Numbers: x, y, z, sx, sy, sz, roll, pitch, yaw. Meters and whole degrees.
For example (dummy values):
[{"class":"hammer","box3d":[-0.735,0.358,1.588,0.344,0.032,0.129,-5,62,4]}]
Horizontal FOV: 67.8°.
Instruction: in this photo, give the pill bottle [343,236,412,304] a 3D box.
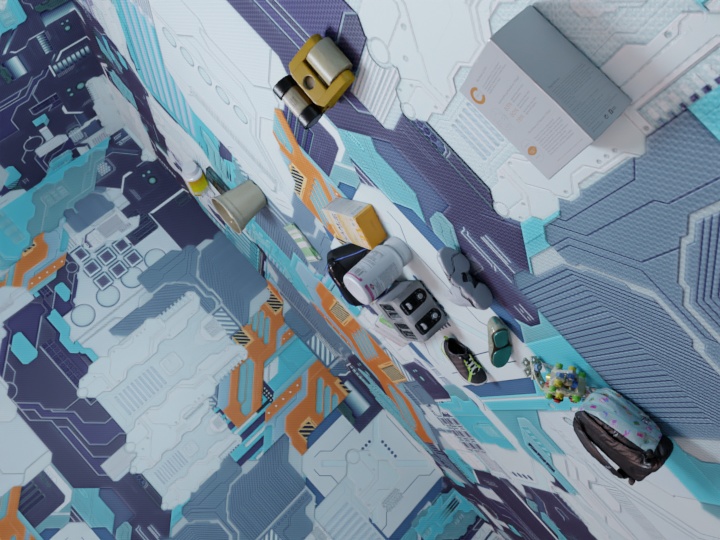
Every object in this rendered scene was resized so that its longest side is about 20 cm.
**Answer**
[{"class":"pill bottle","box3d":[0.055,-0.003,1.598,0.113,0.200,0.114,42,161,18]}]

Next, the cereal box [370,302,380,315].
[{"class":"cereal box","box3d":[0.031,0.079,2.073,0.200,0.039,0.144,47,162,6]}]

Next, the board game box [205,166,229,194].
[{"class":"board game box","box3d":[-0.725,-0.435,2.770,0.200,0.028,0.135,50,161,-2]}]

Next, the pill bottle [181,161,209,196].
[{"class":"pill bottle","box3d":[-0.901,-0.499,2.912,0.109,0.109,0.200,41,161,20]}]

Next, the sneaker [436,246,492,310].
[{"class":"sneaker","box3d":[0.251,0.027,1.410,0.200,0.075,0.115,48,159,-11]}]

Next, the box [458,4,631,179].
[{"class":"box","box3d":[0.262,-0.256,0.784,0.200,0.097,0.124,46,162,4]}]

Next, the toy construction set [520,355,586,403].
[{"class":"toy construction set","box3d":[0.490,0.281,1.356,0.131,0.093,0.200,27,174,-14]}]

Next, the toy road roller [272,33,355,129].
[{"class":"toy road roller","box3d":[-0.093,-0.436,1.240,0.123,0.146,0.200,49,124,-2]}]

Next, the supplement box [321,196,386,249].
[{"class":"supplement box","box3d":[-0.022,-0.150,1.678,0.200,0.073,0.126,22,148,54]}]

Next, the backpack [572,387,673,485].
[{"class":"backpack","box3d":[0.601,0.377,1.247,0.200,0.126,0.167,40,149,26]}]

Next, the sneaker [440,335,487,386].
[{"class":"sneaker","box3d":[0.339,0.298,1.765,0.200,0.072,0.083,43,160,15]}]

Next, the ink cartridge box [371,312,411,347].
[{"class":"ink cartridge box","box3d":[0.135,0.197,1.954,0.145,0.084,0.200,31,161,0]}]

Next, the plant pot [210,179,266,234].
[{"class":"plant pot","box3d":[-0.519,-0.292,2.343,0.200,0.183,0.201,42,161,18]}]

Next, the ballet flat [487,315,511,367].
[{"class":"ballet flat","box3d":[0.386,0.197,1.501,0.201,0.067,0.063,75,175,-48]}]

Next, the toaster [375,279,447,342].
[{"class":"toaster","box3d":[0.160,0.127,1.754,0.181,0.119,0.200,53,161,-11]}]

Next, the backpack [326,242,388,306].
[{"class":"backpack","box3d":[0.000,0.000,1.758,0.147,0.182,0.201,-92,-22,-60]}]

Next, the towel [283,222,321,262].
[{"class":"towel","box3d":[-0.259,-0.121,2.355,0.200,0.023,0.152,52,162,-13]}]
